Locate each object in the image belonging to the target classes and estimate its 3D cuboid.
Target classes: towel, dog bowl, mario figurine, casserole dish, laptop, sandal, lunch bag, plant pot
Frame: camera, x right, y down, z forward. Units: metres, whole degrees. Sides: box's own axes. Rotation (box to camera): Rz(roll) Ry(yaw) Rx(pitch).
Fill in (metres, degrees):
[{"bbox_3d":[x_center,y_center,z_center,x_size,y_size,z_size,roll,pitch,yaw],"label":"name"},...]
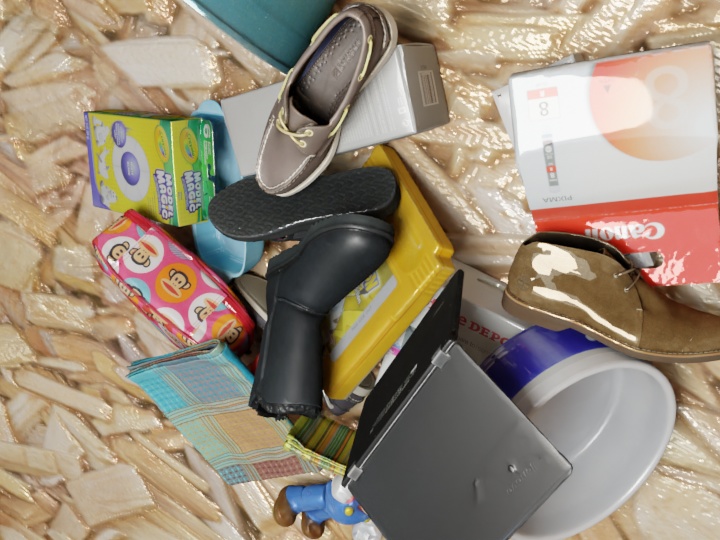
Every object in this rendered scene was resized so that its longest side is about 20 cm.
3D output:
[{"bbox_3d":[0.022,0.199,0.820,0.199,0.086,0.018,23,110,6],"label":"towel"},{"bbox_3d":[0.183,0.146,0.724,0.079,0.199,0.201,51,130,53],"label":"dog bowl"},{"bbox_3d":[-0.145,0.161,0.860,0.146,0.022,0.200,-17,121,31],"label":"towel"},{"bbox_3d":[-0.006,0.272,0.895,0.199,0.123,0.107,-25,81,33],"label":"mario figurine"},{"bbox_3d":[-0.146,-0.087,0.877,0.121,0.039,0.202,18,114,49],"label":"casserole dish"},{"bbox_3d":[0.078,0.139,0.695,0.115,0.200,0.188,30,118,-6],"label":"laptop"},{"bbox_3d":[-0.057,-0.056,0.785,0.199,0.076,0.048,-3,145,16],"label":"sandal"},{"bbox_3d":[-0.212,0.036,0.911,0.200,0.082,0.176,42,161,7],"label":"lunch bag"},{"bbox_3d":[-0.084,-0.316,0.725,0.200,0.200,0.188,42,102,8],"label":"plant pot"}]

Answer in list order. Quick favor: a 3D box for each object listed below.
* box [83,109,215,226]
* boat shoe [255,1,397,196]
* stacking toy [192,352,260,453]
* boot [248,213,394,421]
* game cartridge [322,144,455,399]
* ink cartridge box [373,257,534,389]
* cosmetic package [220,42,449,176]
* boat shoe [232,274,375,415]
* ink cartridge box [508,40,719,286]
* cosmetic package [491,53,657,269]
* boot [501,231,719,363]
[{"bbox_3d":[-0.236,-0.117,0.897,0.199,0.048,0.118,12,110,37],"label":"box"},{"bbox_3d":[-0.042,-0.145,0.701,0.072,0.059,0.200,42,117,8],"label":"boat shoe"},{"bbox_3d":[-0.127,0.142,0.901,0.085,0.085,0.200,49,135,5],"label":"stacking toy"},{"bbox_3d":[-0.039,0.053,0.749,0.200,0.076,0.169,-26,55,52],"label":"boot"},{"bbox_3d":[0.000,0.000,0.805,0.200,0.032,0.177,-54,43,28],"label":"game cartridge"},{"bbox_3d":[0.099,0.108,0.812,0.145,0.087,0.201,27,113,20],"label":"ink cartridge box"},{"bbox_3d":[-0.024,-0.157,0.784,0.199,0.107,0.091,-7,102,24],"label":"cosmetic package"},{"bbox_3d":[-0.076,0.086,0.898,0.200,0.073,0.063,41,114,4],"label":"boat shoe"},{"bbox_3d":[0.216,-0.078,0.672,0.161,0.050,0.202,-4,99,22],"label":"ink cartridge box"},{"bbox_3d":[0.198,-0.089,0.731,0.082,0.051,0.201,-21,95,29],"label":"cosmetic package"},{"bbox_3d":[0.224,0.022,0.675,0.199,0.074,0.076,15,115,13],"label":"boot"}]
